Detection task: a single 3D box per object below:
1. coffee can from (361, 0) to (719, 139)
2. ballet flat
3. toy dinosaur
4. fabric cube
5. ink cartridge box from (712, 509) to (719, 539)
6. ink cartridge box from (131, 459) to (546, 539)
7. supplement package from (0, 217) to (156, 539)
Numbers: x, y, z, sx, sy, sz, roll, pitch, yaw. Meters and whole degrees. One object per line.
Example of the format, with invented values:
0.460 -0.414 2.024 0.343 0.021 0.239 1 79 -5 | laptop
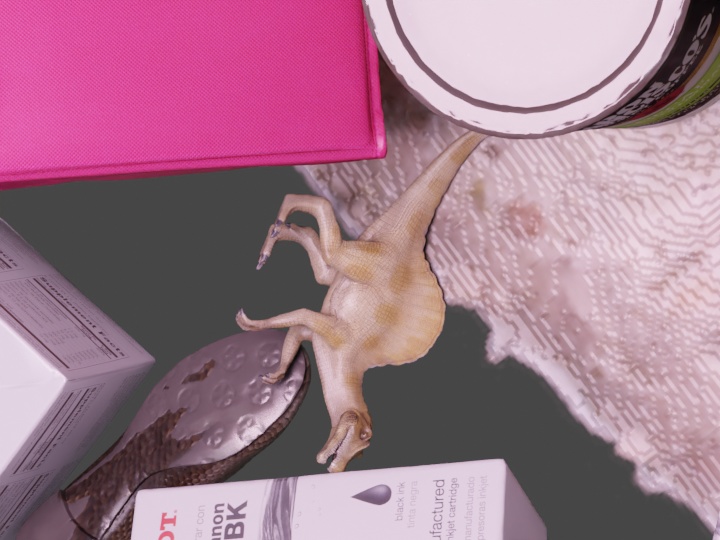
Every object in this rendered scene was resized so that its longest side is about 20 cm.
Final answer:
0.101 -0.135 1.094 0.146 0.200 0.147 2 95 20 | coffee can
-0.100 0.104 1.273 0.200 0.046 0.067 -42 58 12 | ballet flat
0.000 0.000 1.226 0.101 0.058 0.200 23 87 -5 | toy dinosaur
-0.113 -0.138 1.133 0.199 0.200 0.197 -4 92 -15 | fabric cube
0.210 0.134 1.103 0.083 0.146 0.201 16 98 18 | ink cartridge box
-0.016 0.180 1.187 0.199 0.084 0.145 -7 57 19 | ink cartridge box
-0.239 0.078 1.281 0.156 0.111 0.200 41 106 13 | supplement package
